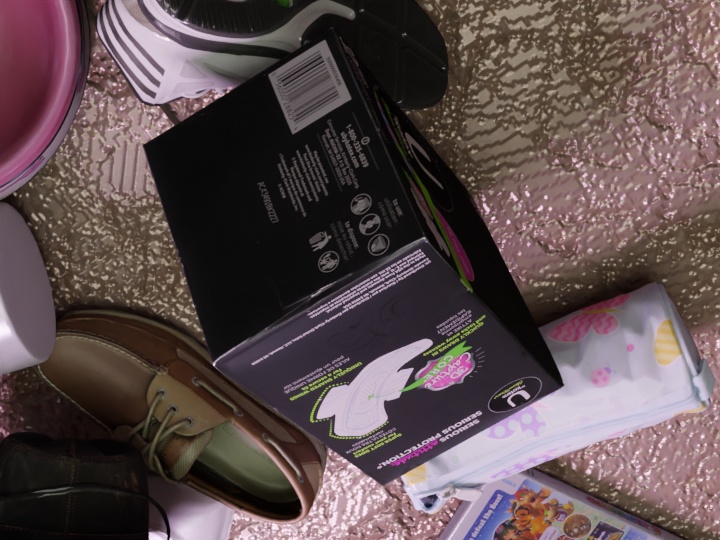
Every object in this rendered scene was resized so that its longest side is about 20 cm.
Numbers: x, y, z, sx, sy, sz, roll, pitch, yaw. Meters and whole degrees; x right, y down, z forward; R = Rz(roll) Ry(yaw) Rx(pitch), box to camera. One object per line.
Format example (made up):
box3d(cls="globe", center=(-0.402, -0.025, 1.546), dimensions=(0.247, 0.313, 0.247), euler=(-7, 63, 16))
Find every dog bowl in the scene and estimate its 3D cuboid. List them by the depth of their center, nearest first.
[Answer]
box3d(cls="dog bowl", center=(-0.236, -0.121, 0.821), dimensions=(0.199, 0.074, 0.201), euler=(-2, 97, -19))

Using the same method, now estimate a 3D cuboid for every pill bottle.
box3d(cls="pill bottle", center=(-0.287, 0.033, 0.908), dimensions=(0.199, 0.114, 0.114), euler=(-15, 114, 6))

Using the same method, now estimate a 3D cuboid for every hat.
box3d(cls="hat", center=(-0.175, 0.135, 0.915), dimensions=(0.200, 0.201, 0.081), euler=(0, 79, -2))

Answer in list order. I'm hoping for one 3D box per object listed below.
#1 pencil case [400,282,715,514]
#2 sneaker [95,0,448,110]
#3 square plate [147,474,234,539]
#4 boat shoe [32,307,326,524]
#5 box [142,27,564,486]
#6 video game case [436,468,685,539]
box3d(cls="pencil case", center=(0.110, 0.078, 0.951), dimensions=(0.199, 0.091, 0.083), euler=(-23, 113, 8))
box3d(cls="sneaker", center=(-0.054, -0.128, 0.876), dimensions=(0.200, 0.115, 0.076), euler=(14, 71, -33))
box3d(cls="square plate", center=(-0.196, 0.218, 1.041), dimensions=(0.199, 0.028, 0.199), euler=(10, 113, -6))
box3d(cls="boat shoe", center=(-0.106, 0.092, 0.960), dimensions=(0.200, 0.074, 0.076), euler=(28, 110, -13))
box3d(cls="box", center=(0.000, 0.000, 0.839), dimensions=(0.124, 0.149, 0.200), euler=(-29, 145, 11))
box3d(cls="video game case", center=(0.142, 0.219, 1.055), dimensions=(0.199, 0.018, 0.143), euler=(26, 112, -13))
